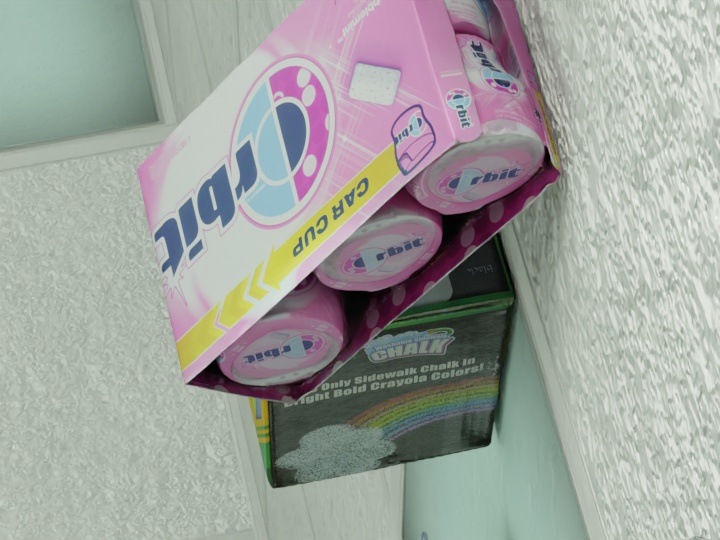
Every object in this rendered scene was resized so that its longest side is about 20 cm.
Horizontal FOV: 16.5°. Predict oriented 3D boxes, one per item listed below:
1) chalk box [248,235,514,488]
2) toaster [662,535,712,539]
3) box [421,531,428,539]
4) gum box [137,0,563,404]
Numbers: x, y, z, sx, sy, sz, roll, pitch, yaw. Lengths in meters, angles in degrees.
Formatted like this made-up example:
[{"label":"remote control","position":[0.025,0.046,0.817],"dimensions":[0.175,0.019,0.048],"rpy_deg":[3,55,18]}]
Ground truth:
[{"label":"chalk box","position":[0.000,0.000,1.214],"dimensions":[0.200,0.124,0.124],"rpy_deg":[93,165,-59]},{"label":"toaster","position":[0.090,0.180,0.799],"dimensions":[0.130,0.113,0.201],"rpy_deg":[-102,4,-46]},{"label":"box","position":[0.066,0.239,1.335],"dimensions":[0.201,0.047,0.122],"rpy_deg":[88,168,-51]},{"label":"gum box","position":[-0.005,-0.045,1.047],"dimensions":[0.200,0.066,0.114],"rpy_deg":[-41,51,37]}]
